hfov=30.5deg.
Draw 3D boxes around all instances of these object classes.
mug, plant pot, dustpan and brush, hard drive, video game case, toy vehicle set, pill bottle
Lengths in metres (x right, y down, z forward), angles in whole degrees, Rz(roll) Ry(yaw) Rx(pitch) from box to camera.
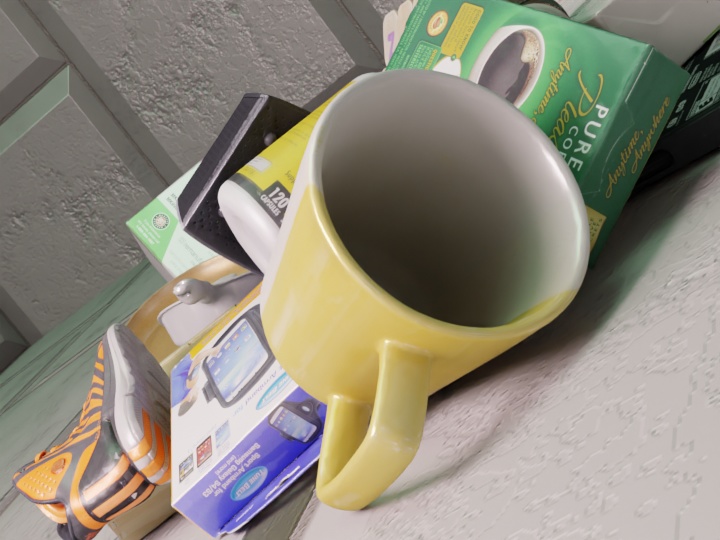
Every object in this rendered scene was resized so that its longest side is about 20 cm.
[{"bbox_3d":[0.006,0.010,0.677,0.186,0.149,0.153,-40,-7,-37],"label":"mug"},{"bbox_3d":[-0.141,0.044,1.268,0.198,0.028,0.201,-21,28,12],"label":"plant pot"},{"bbox_3d":[-0.121,0.024,1.110,0.138,0.058,0.200,-23,5,7],"label":"dustpan and brush"},{"bbox_3d":[-0.054,-0.060,1.069,0.042,0.199,0.136,39,99,39],"label":"hard drive"},{"bbox_3d":[0.187,-0.098,0.854,0.180,0.026,0.200,-31,13,39],"label":"video game case"},{"bbox_3d":[-0.129,0.107,0.981,0.124,0.027,0.200,-38,20,7],"label":"toy vehicle set"},{"bbox_3d":[0.000,-0.075,0.985,0.199,0.112,0.112,-40,10,-12],"label":"pill bottle"}]

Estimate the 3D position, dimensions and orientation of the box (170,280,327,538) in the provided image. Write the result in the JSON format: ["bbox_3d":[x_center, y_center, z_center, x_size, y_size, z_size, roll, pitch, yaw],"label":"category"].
[{"bbox_3d":[-0.066,0.078,0.824,0.119,0.041,0.200,-44,20,9],"label":"box"}]

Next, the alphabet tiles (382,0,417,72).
[{"bbox_3d":[0.043,-0.135,1.142,0.014,0.198,0.200,-3,-2,-18],"label":"alphabet tiles"}]

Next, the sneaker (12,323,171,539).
[{"bbox_3d":[-0.189,0.113,0.922,0.112,0.078,0.200,-37,20,5],"label":"sneaker"}]

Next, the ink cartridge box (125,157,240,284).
[{"bbox_3d":[-0.129,-0.052,1.430,0.199,0.145,0.088,-39,-30,-11],"label":"ink cartridge box"}]

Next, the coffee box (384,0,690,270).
[{"bbox_3d":[0.084,-0.090,0.768,0.199,0.044,0.124,30,95,50],"label":"coffee box"}]

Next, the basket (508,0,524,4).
[{"bbox_3d":[0.134,-0.192,1.140,0.176,0.139,0.200,-41,1,-17],"label":"basket"}]

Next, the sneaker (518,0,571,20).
[{"bbox_3d":[0.076,-0.104,0.896,0.200,0.077,0.082,-43,14,27],"label":"sneaker"}]

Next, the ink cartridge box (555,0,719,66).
[{"bbox_3d":[0.178,-0.173,0.945,0.117,0.067,0.200,-43,11,-13],"label":"ink cartridge box"}]
